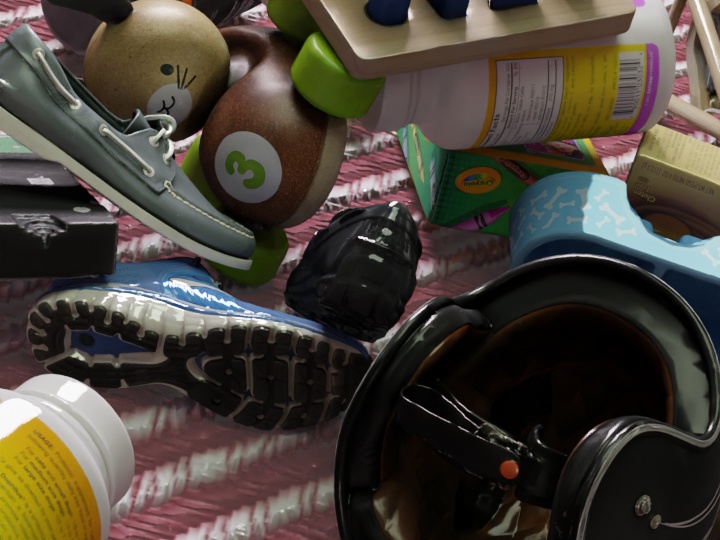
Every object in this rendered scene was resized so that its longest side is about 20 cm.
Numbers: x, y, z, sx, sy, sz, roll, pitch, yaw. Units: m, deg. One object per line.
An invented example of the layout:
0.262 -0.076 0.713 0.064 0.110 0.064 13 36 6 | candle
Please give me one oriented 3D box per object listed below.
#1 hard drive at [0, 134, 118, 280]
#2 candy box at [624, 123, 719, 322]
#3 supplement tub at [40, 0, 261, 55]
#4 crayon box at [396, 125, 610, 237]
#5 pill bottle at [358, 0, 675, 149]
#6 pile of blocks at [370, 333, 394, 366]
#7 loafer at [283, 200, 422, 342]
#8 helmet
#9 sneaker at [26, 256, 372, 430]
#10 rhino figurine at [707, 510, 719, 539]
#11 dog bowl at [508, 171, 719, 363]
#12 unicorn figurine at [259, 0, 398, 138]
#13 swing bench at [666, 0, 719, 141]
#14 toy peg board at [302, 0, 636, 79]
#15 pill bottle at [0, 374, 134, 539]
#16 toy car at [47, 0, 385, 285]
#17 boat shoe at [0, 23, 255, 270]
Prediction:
-0.237 -0.040 1.080 0.139 0.038 0.200 -1 19 -26 | hard drive
0.266 -0.008 1.239 0.199 0.116 0.055 21 35 6 | candy box
-0.149 -0.223 1.367 0.107 0.107 0.200 31 36 19 | supplement tub
0.095 -0.092 1.310 0.118 0.059 0.200 9 27 -12 | crayon box
0.097 -0.134 1.195 0.199 0.105 0.104 -5 39 -17 | pill bottle
0.061 0.069 1.098 0.082 0.063 0.199 28 26 36 | pile of blocks
0.000 0.000 1.072 0.068 0.071 0.201 24 -8 -6 | loafer
0.096 0.096 0.943 0.200 0.201 0.190 36 29 25 | helmet
-0.088 0.029 1.066 0.199 0.079 0.089 15 37 -3 | sneaker
0.236 0.140 1.070 0.199 0.060 0.088 6 36 -19 | rhino figurine
0.189 0.008 1.195 0.199 0.112 0.050 19 47 2 | dog bowl
-0.028 -0.189 1.379 0.200 0.074 0.137 46 46 -4 | unicorn figurine
0.349 -0.140 1.450 0.198 0.130 0.201 3 37 -21 | swing bench
0.050 -0.233 1.135 0.199 0.098 0.200 -13 51 -24 | toy peg board
-0.192 0.128 0.853 0.109 0.110 0.200 28 36 16 | pill bottle
-0.115 -0.111 1.136 0.199 0.165 0.158 16 31 -27 | toy car
-0.135 -0.069 1.071 0.199 0.062 0.073 33 0 -17 | boat shoe
